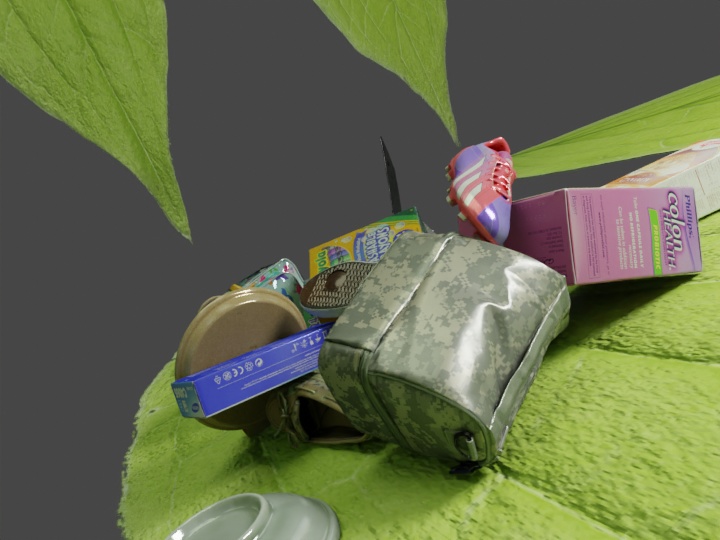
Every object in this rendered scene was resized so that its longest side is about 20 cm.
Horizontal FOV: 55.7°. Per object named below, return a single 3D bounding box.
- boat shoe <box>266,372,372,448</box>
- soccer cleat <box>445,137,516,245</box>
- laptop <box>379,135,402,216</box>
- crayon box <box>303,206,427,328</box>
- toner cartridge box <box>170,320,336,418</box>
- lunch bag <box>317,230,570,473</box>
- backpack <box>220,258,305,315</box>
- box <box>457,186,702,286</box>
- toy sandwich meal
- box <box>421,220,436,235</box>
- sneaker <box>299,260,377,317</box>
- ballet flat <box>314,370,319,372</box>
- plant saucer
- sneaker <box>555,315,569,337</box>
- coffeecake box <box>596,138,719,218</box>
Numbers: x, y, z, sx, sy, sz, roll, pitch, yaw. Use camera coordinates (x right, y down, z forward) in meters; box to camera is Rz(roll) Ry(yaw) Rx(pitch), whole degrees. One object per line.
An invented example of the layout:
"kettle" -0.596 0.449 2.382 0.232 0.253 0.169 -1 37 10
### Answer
"boat shoe" -0.046 0.157 0.755 0.199 0.074 0.063 -16 10 43
"soccer cleat" 0.133 -0.090 0.712 0.076 0.067 0.200 -36 19 17
"laptop" 0.013 -0.081 1.104 0.200 0.116 0.187 -45 -12 2
"crayon box" 0.000 0.000 0.930 0.199 0.052 0.126 -23 36 11
"toner cartridge box" -0.109 0.111 0.788 0.199 0.043 0.095 -20 0 -31
"lunch bag" 0.083 0.069 0.620 0.167 0.140 0.200 5 45 42
"backpack" -0.149 0.099 1.046 0.199 0.178 0.150 -34 8 -14
"box" 0.243 -0.032 0.772 0.199 0.097 0.176 -5 -2 -29
"toy sandwich meal" -0.149 0.111 0.868 0.204 0.206 0.070 -30 29 -27
"box" 0.028 0.022 1.106 0.158 0.048 0.200 -36 -14 -34
"sneaker" 0.026 0.034 0.798 0.199 0.085 0.073 -10 49 24
"ballet flat" -0.022 0.111 0.990 0.200 0.064 0.075 -32 11 -36
"plant saucer" -0.115 0.236 0.562 0.199 0.050 0.200 -25 9 4
"sneaker" 0.126 0.072 0.762 0.199 0.075 0.100 -19 9 35
"coffeecake box" 0.451 -0.117 0.981 0.199 0.073 0.154 -25 8 0
